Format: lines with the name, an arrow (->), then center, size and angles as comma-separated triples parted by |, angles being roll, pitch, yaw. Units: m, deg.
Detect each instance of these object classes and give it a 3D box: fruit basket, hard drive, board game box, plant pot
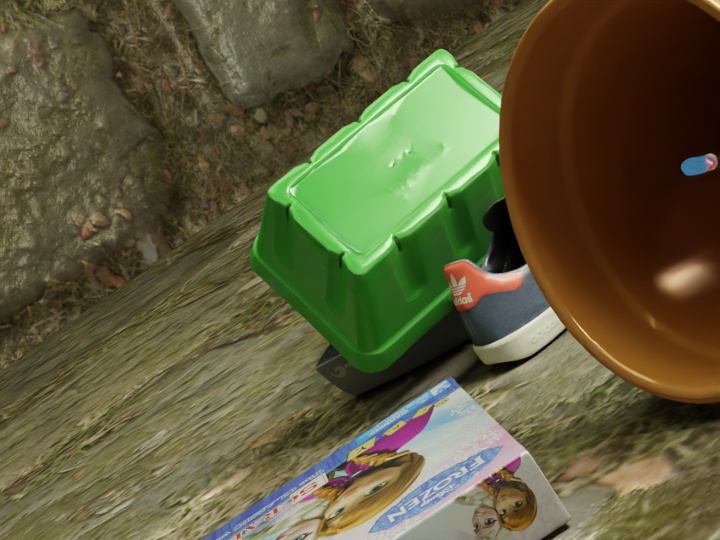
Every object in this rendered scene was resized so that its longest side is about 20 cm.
fruit basket -> 0.029, -0.031, 1.141 | 0.216, 0.156, 0.216 | -37, -27, -22
hard drive -> 0.068, 0.018, 1.196 | 0.200, 0.042, 0.135 | -31, 9, 18
board game box -> -0.010, 0.138, 0.822 | 0.200, 0.041, 0.200 | -33, 9, -3
plant pot -> 0.182, -0.054, 0.773 | 0.140, 0.200, 0.200 | -19, 0, -32

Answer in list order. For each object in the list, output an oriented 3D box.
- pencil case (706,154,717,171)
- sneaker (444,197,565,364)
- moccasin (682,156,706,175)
pencil case -> 0.239, -0.113, 1.192 | 0.087, 0.087, 0.200 | -32, 9, 4
sneaker -> 0.132, -0.025, 1.067 | 0.200, 0.085, 0.075 | -39, 11, -34
moccasin -> 0.175, -0.076, 1.052 | 0.200, 0.080, 0.068 | -78, 15, -56
